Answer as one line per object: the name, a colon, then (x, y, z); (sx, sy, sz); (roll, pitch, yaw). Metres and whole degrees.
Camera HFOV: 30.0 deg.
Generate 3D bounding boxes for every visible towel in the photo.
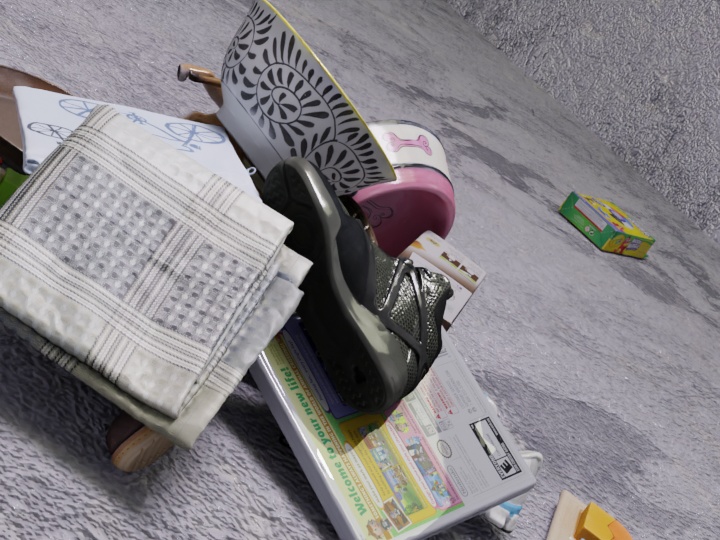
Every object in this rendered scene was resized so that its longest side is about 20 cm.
towel: (-0.142, -0.004, 0.900); (0.199, 0.035, 0.193); (35, 48, -4)

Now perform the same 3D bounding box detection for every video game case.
video game case: (0.021, 0.110, 1.043); (0.181, 0.022, 0.201); (-15, 65, -38)

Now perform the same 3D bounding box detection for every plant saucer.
plant saucer: (-0.285, -0.122, 1.241); (0.199, 0.032, 0.201); (32, 19, -12)

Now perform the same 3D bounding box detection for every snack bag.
snack bag: (-0.175, -0.092, 1.050); (0.187, 0.022, 0.200); (10, 20, -21)

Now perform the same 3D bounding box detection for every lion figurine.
lion figurine: (-0.131, -0.121, 1.311); (0.121, 0.200, 0.073); (7, 58, -15)

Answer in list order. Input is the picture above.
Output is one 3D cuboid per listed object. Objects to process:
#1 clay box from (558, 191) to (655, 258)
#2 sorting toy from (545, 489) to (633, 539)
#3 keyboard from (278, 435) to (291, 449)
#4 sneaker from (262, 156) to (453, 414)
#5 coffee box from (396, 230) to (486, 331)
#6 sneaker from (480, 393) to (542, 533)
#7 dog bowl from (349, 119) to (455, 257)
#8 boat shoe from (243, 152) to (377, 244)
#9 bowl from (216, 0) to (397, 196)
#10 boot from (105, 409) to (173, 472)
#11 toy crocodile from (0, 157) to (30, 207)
clay box: (0.444, -0.079, 2.384); (0.115, 0.048, 0.199); (46, 22, 28)
sorting toy: (0.243, 0.279, 1.172); (0.184, 0.037, 0.200); (37, 18, 4)
keyboard: (0.017, 0.124, 1.059); (0.199, 0.105, 0.040); (34, -23, -3)
sneaker: (0.000, 0.000, 1.035); (0.114, 0.076, 0.201); (-27, 88, -48)
coffee box: (0.043, 0.044, 1.276); (0.079, 0.115, 0.200); (37, 18, 4)
sneaker: (0.066, 0.130, 1.127); (0.199, 0.087, 0.075); (35, -5, -8)
dog bowl: (0.008, -0.057, 1.359); (0.199, 0.200, 0.074); (14, 41, -47)
boat shoe: (-0.044, -0.042, 1.249); (0.071, 0.077, 0.201); (-18, 51, -21)
bowl: (-0.064, -0.130, 1.177); (0.201, 0.094, 0.201); (52, -1, 1)
boot: (-0.165, 0.035, 0.942); (0.166, 0.072, 0.200); (39, 38, 0)
toy crocodile: (-0.336, -0.099, 1.046); (0.199, 0.062, 0.068); (32, 18, -8)
